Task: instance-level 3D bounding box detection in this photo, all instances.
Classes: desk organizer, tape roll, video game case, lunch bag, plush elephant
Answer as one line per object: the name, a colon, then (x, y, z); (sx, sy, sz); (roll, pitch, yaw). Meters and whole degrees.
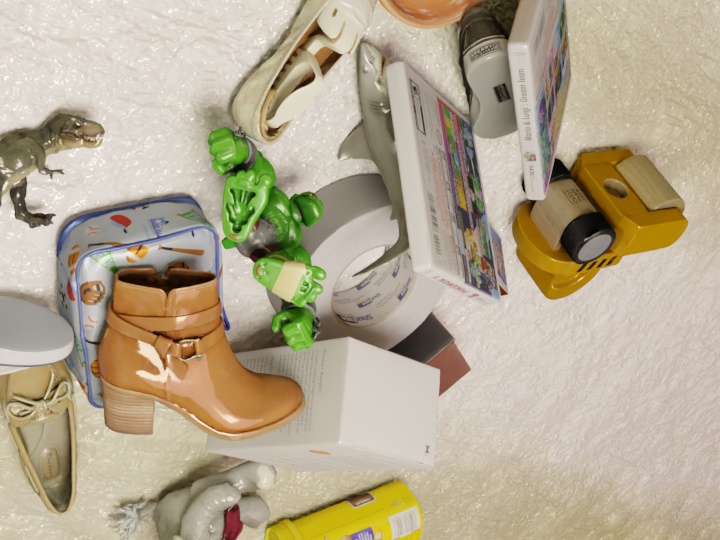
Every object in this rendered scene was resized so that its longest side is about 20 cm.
desk organizer: (0.031, 0.143, 1.241); (0.199, 0.072, 0.077); (-39, 139, -3)
tape roll: (0.000, 0.000, 1.111); (0.199, 0.066, 0.202); (-20, 132, -23)
video game case: (0.082, -0.079, 1.004); (0.023, 0.202, 0.182); (-15, 162, 24)
lunch bag: (-0.203, 0.033, 0.988); (0.159, 0.076, 0.202); (-16, 130, -28)
video game case: (0.179, -0.203, 1.015); (0.023, 0.201, 0.183); (3, 137, 19)
plush elephant: (-0.171, 0.322, 1.161); (0.198, 0.156, 0.165); (-8, 148, -23)

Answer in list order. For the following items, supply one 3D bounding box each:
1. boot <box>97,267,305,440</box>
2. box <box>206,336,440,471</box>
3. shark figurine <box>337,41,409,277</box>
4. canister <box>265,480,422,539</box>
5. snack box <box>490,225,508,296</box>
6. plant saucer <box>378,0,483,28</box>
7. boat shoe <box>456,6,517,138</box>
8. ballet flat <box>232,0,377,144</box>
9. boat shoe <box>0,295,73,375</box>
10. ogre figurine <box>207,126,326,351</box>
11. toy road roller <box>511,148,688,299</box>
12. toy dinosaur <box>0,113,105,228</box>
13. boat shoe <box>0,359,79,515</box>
boot: (-0.137, 0.072, 0.941); (0.198, 0.074, 0.156); (-1, 116, -22)
box: (-0.039, 0.147, 1.091); (0.152, 0.199, 0.108); (24, 64, -44)
shark figurine: (0.017, -0.102, 1.020); (0.089, 0.217, 0.128); (-9, 175, 19)
canister: (-0.022, 0.373, 1.374); (0.198, 0.087, 0.150); (-15, 131, -28)
snack box: (0.122, -0.035, 1.136); (0.024, 0.073, 0.200); (-13, 156, 20)
plant saucer: (0.075, -0.317, 0.916); (0.199, 0.037, 0.202); (-29, 138, -29)
boat shoe: (0.136, -0.197, 1.044); (0.070, 0.064, 0.200); (-17, 161, 6)
ballet flat: (-0.037, -0.195, 0.933); (0.067, 0.062, 0.201); (29, 103, -45)
boat shoe: (-0.357, 0.077, 0.906); (0.200, 0.075, 0.087); (2, 130, -25)
ogre figurine: (-0.085, -0.039, 0.950); (0.098, 0.120, 0.200); (-39, 104, 10)
toy road roller: (0.271, -0.050, 1.232); (0.198, 0.123, 0.147); (-11, 144, -28)
toy dinosaur: (-0.303, -0.065, 0.859); (0.198, 0.047, 0.089); (-23, 119, -18)
boat shoe: (-0.309, 0.152, 1.012); (0.073, 0.063, 0.202); (-14, 130, -26)
